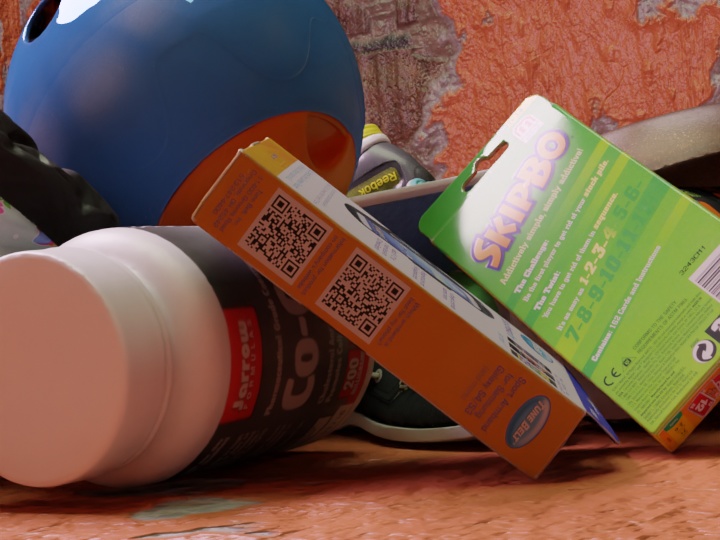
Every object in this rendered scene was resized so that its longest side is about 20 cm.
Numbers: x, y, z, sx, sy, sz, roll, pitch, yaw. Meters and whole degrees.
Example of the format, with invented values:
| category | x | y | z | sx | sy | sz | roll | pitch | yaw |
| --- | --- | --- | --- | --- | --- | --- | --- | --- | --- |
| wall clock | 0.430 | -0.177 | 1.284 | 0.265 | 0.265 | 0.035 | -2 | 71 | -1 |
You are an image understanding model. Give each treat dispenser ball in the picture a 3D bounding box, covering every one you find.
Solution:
| category | x | y | z | sx | sy | sz | roll | pitch | yaw |
| --- | --- | --- | --- | --- | --- | --- | --- | --- | --- |
| treat dispenser ball | -0.097 | -0.086 | 0.928 | 0.199 | 0.202 | 0.201 | -3 | 0 | 0 |

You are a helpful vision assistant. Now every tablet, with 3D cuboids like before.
| category | x | y | z | sx | sy | sz | roll | pitch | yaw |
| --- | --- | --- | --- | --- | --- | --- | --- | --- | --- |
| tablet | 0.000 | 0.000 | 0.949 | 0.199 | 0.014 | 0.130 | -13 | -37 | -44 |

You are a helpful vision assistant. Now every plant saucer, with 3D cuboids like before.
| category | x | y | z | sx | sy | sz | roll | pitch | yaw |
| --- | --- | --- | --- | --- | --- | --- | --- | --- | --- |
| plant saucer | 0.163 | -0.055 | 0.969 | 0.199 | 0.037 | 0.200 | -15 | -10 | -3 |

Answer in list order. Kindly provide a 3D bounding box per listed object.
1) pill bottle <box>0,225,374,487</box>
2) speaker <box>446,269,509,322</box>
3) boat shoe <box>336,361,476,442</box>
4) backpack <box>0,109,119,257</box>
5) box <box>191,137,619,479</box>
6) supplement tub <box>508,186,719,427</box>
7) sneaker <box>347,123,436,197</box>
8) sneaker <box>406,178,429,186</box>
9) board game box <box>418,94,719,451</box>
| category | x | y | z | sx | sy | sz | roll | pitch | yaw |
| --- | --- | --- | --- | --- | --- | --- | --- | --- | --- |
| pill bottle | -0.085 | 0.036 | 0.758 | 0.113 | 0.115 | 0.200 | -3 | 1 | 28 |
| speaker | 0.125 | 0.036 | 1.037 | 0.199 | 0.089 | 0.088 | -4 | 1 | -38 |
| boat shoe | 0.029 | 0.055 | 0.876 | 0.075 | 0.061 | 0.200 | -4 | 0 | -33 |
| backpack | -0.227 | 0.007 | 0.779 | 0.167 | 0.200 | 0.127 | 40 | -12 | -9 |
| box | 0.022 | 0.019 | 0.724 | 0.200 | 0.042 | 0.119 | 39 | 7 | -2 |
| supplement tub | 0.177 | 0.015 | 0.912 | 0.122 | 0.123 | 0.200 | -3 | 1 | 34 |
| sneaker | -0.001 | 0.005 | 1.141 | 0.084 | 0.201 | 0.074 | 32 | 34 | 33 |
| sneaker | 0.063 | 0.024 | 1.104 | 0.200 | 0.091 | 0.078 | 44 | 6 | -37 |
| board game box | 0.113 | -0.007 | 0.798 | 0.200 | 0.096 | 0.030 | 43 | 2 | 44 |
